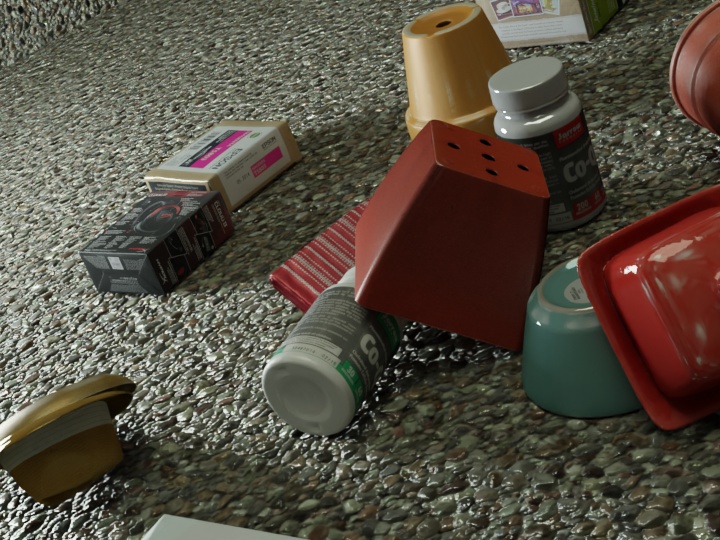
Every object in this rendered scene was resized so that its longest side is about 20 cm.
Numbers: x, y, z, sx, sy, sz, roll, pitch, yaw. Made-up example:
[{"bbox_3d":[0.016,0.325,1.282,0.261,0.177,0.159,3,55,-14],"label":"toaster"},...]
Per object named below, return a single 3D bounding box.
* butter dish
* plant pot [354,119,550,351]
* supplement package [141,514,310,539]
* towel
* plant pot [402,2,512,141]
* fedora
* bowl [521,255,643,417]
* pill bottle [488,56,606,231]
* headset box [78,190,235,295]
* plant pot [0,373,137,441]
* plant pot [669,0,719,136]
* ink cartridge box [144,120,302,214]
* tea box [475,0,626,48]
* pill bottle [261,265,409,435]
[{"bbox_3d":[0.338,0.024,1.277,0.200,0.200,0.148,-25,-7,-9],"label":"butter dish"},{"bbox_3d":[0.115,-0.055,1.543,0.200,0.177,0.200,16,27,-8],"label":"plant pot"},{"bbox_3d":[-0.120,0.328,1.123,0.200,0.147,0.191,1,34,35],"label":"supplement package"},{"bbox_3d":[0.000,0.000,1.705,0.145,0.023,0.200,39,58,19],"label":"towel"},{"bbox_3d":[0.149,-0.297,2.052,0.200,0.184,0.200,-16,27,9],"label":"plant pot"},{"bbox_3d":[-0.332,0.210,1.524,0.200,0.082,0.201,-29,-9,-5],"label":"fedora"},{"bbox_3d":[0.254,0.052,1.420,0.200,0.105,0.201,-16,26,8],"label":"bowl"},{"bbox_3d":[0.236,-0.161,1.719,0.114,0.200,0.114,-16,27,9],"label":"pill bottle"},{"bbox_3d":[-0.297,-0.050,2.027,0.148,0.075,0.200,2,34,37],"label":"headset box"},{"bbox_3d":[-0.358,0.172,1.589,0.200,0.028,0.200,-29,-10,-5],"label":"plant pot"},{"bbox_3d":[0.510,-0.216,1.662,0.200,0.201,0.195,-20,35,2],"label":"plant pot"},{"bbox_3d":[-0.222,-0.168,2.197,0.165,0.075,0.200,5,36,43],"label":"ink cartridge box"},{"bbox_3d":[0.330,-0.487,2.332,0.200,0.134,0.197,2,34,38],"label":"tea box"},{"bbox_3d":[-0.020,0.085,1.542,0.113,0.113,0.200,-3,33,31],"label":"pill bottle"}]
